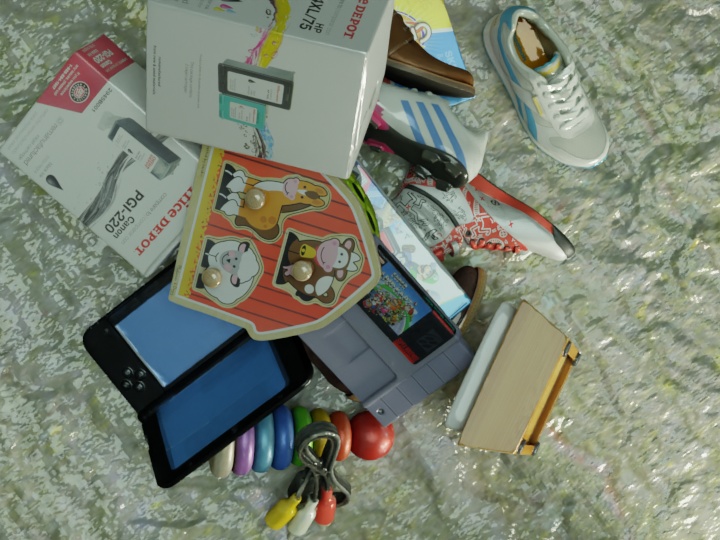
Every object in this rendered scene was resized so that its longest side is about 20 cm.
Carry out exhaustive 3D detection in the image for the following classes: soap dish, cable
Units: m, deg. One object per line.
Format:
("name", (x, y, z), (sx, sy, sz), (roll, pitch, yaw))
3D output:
("soap dish", (0.165, 0.120, 1.261), (0.081, 0.200, 0.158), (25, 88, 16))
("cable", (-0.040, 0.224, 1.260), (0.097, 0.200, 0.050), (-1, 56, -19))

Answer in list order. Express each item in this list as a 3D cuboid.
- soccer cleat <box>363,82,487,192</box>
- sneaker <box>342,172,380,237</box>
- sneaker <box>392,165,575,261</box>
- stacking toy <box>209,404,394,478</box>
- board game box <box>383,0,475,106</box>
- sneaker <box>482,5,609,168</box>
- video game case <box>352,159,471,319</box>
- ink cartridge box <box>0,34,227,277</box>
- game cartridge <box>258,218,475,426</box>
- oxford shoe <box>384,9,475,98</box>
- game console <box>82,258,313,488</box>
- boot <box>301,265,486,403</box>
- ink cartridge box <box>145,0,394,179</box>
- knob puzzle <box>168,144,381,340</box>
("soccer cleat", (0.042, -0.162, 1.263), (0.200, 0.070, 0.086), (34, 60, -1))
("sneaker", (-0.049, -0.076, 1.231), (0.084, 0.074, 0.200), (-33, 99, 22))
("sneaker", (0.127, -0.041, 1.316), (0.201, 0.067, 0.108), (34, 88, -5))
("stacking toy", (-0.060, 0.180, 1.293), (0.200, 0.085, 0.086), (2, 92, -13))
("board game box", (0.020, -0.256, 1.303), (0.153, 0.040, 0.200), (-20, 95, -7))
("sneaker", (0.206, -0.196, 1.313), (0.076, 0.081, 0.200), (-38, 98, -7))
("video game case", (0.000, 0.000, 1.271), (0.143, 0.018, 0.200), (-39, 88, -1))
("ink cartridge box", (-0.239, -0.115, 1.226), (0.200, 0.085, 0.146), (41, 112, -9))
("game cartridge", (0.009, 0.052, 1.214), (0.130, 0.038, 0.200), (-37, 106, 20))
("oxford shoe", (0.035, -0.236, 1.251), (0.200, 0.071, 0.071), (23, 84, -7))
("game console", (-0.171, 0.087, 1.235), (0.200, 0.116, 0.176), (-37, 97, 6))
("boot", (0.024, 0.042, 1.299), (0.166, 0.072, 0.200), (36, 91, -10))
("ink cartridge box", (-0.081, -0.203, 1.123), (0.200, 0.147, 0.146), (14, 134, 4))
("knob puzzle", (-0.077, -0.021, 1.164), (0.219, 0.030, 0.220), (2, 103, 9))
